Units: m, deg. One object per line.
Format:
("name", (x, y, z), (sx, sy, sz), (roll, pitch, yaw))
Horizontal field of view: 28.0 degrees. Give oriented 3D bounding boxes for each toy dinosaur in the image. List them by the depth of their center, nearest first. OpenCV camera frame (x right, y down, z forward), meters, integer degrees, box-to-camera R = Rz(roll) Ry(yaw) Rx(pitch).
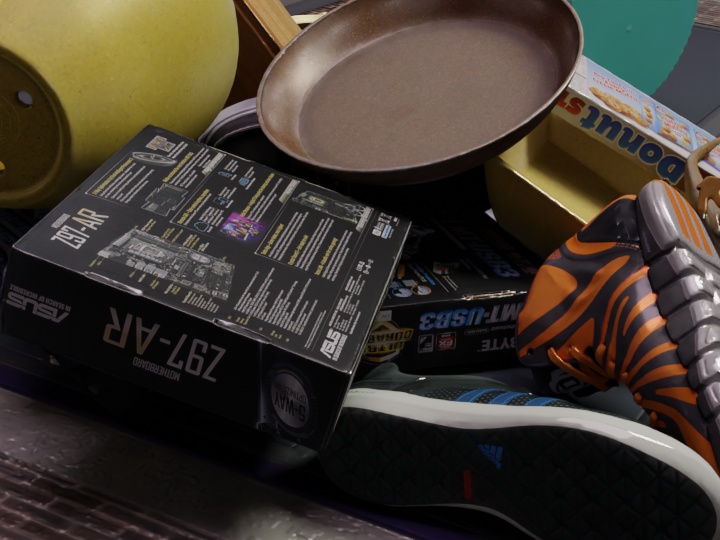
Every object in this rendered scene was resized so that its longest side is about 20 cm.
("toy dinosaur", (0.206, -0.026, 0.854), (0.060, 0.106, 0.201), (-29, 48, 18))

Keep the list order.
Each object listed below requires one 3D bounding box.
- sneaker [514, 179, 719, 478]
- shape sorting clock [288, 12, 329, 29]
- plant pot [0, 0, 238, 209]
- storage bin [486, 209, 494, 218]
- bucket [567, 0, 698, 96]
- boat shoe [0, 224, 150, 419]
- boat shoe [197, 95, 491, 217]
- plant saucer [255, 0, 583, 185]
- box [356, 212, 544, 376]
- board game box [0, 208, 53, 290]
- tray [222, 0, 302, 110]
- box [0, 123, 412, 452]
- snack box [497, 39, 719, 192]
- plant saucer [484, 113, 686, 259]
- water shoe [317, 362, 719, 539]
("sneaker", (0.149, 0.058, 0.757), (0.077, 0.112, 0.201), (32, 35, -40))
("shape sorting clock", (-0.088, -0.158, 1.141), (0.198, 0.040, 0.200), (-19, -12, -4))
("plant pot", (-0.184, -0.114, 0.823), (0.198, 0.202, 0.142), (8, 34, 10))
("storage bin", (0.058, -0.118, 1.082), (0.198, 0.147, 0.134), (2, 13, -5))
("bucket", (0.198, -0.243, 1.303), (0.206, 0.209, 0.135), (-14, 37, -36))
("boat shoe", (-0.139, -0.011, 0.803), (0.093, 0.075, 0.201), (39, 21, -20))
("boat shoe", (-0.004, -0.064, 0.907), (0.198, 0.071, 0.066), (8, 20, -8))
("plant saucer", (0.036, -0.112, 0.862), (0.198, 0.032, 0.201), (-10, 40, 9))
("box", (0.000, 0.000, 0.891), (0.197, 0.050, 0.200), (-4, 24, -20))
("board game box", (-0.249, -0.044, 0.940), (0.199, 0.062, 0.199), (21, 29, 35))
("tray", (-0.081, -0.137, 0.992), (0.201, 0.099, 0.037), (52, 40, 1))
("box", (-0.066, -0.001, 0.712), (0.159, 0.044, 0.200), (20, 23, 1))
("snack box", (0.171, -0.102, 0.951), (0.199, 0.024, 0.072), (30, 28, -9))
("plant saucer", (0.168, -0.030, 0.913), (0.199, 0.049, 0.200), (36, 29, 3))
("water shoe", (0.079, 0.079, 0.686), (0.198, 0.072, 0.079), (11, 26, 18))
